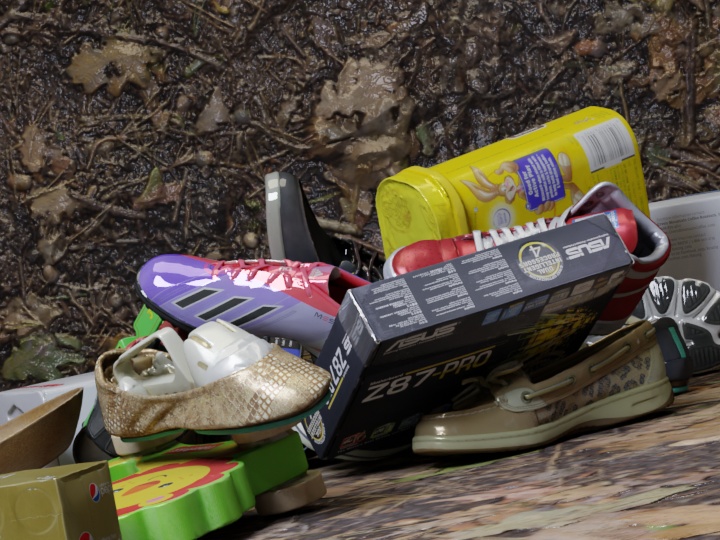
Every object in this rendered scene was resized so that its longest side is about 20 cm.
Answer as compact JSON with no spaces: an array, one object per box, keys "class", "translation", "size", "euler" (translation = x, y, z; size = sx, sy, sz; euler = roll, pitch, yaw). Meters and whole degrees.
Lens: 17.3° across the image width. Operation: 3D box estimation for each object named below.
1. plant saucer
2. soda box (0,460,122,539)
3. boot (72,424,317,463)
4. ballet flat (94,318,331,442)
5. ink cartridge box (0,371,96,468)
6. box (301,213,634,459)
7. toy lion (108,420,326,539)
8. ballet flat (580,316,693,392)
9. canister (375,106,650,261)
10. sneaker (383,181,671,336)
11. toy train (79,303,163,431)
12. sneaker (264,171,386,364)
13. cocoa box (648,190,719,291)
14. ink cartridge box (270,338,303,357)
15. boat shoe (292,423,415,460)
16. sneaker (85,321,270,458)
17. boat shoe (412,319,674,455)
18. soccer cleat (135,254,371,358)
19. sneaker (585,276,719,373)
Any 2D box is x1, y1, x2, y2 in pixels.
[{"class":"plant saucer","translation":[-0.284,0.149,1.738],"size":[0.200,0.035,0.200],"euler":[-28,3,2]},{"class":"soda box","translation":[-0.234,0.154,1.315],"size":[0.200,0.068,0.064],"euler":[-10,1,21]},{"class":"boot","translation":[-0.115,0.118,1.721],"size":[0.200,0.075,0.097],"euler":[-9,-1,-1]},{"class":"ballet flat","translation":[-0.099,0.065,1.436],"size":[0.200,0.065,0.070],"euler":[-12,17,45]},{"class":"ink cartridge box","translation":[-0.192,0.121,1.963],"size":[0.200,0.085,0.144],"euler":[-10,1,-28]},{"class":"box","translation":[0.067,0.044,1.575],"size":[0.200,0.049,0.161],"euler":[-16,-28,-25]},{"class":"toy lion","translation":[-0.134,0.141,1.450],"size":[0.192,0.069,0.200],"euler":[-22,8,-41]},{"class":"ballet flat","translation":[0.160,0.067,1.785],"size":[0.200,0.073,0.073],"euler":[-10,2,39]},{"class":"canister","translation":[0.123,-0.031,1.824],"size":[0.200,0.149,0.087],"euler":[-22,21,-28]},{"class":"sneaker","translation":[0.122,-0.012,1.665],"size":[0.200,0.071,0.113],"euler":[5,-36,-24]},{"class":"toy train","translation":[-0.171,0.086,1.803],"size":[0.042,0.056,0.200],"euler":[-2,-43,-40]},{"class":"sneaker","translation":[0.000,0.000,1.711],"size":[0.106,0.200,0.075],"euler":[-15,37,8]},{"class":"cocoa box","translation":[0.299,0.000,2.040],"size":[0.200,0.134,0.131],"euler":[-10,1,39]},{"class":"ink cartridge box","translation":[-0.093,0.073,1.879],"size":[0.094,0.044,0.200],"euler":[3,30,0]},{"class":"boat shoe","translation":[0.042,0.085,1.680],"size":[0.200,0.062,0.075],"euler":[-9,44,-26]},{"class":"sneaker","translation":[-0.133,0.079,1.673],"size":[0.098,0.071,0.200],"euler":[-49,-5,25]},{"class":"boat shoe","translation":[0.119,0.082,1.589],"size":[0.200,0.063,0.073],"euler":[-12,3,-31]},{"class":"soccer cleat","translation":[-0.054,0.016,1.629],"size":[0.200,0.068,0.073],"euler":[16,-45,-4]},{"class":"sneaker","translation":[0.212,0.053,1.889],"size":[0.200,0.081,0.083],"euler":[-8,-8,23]}]
